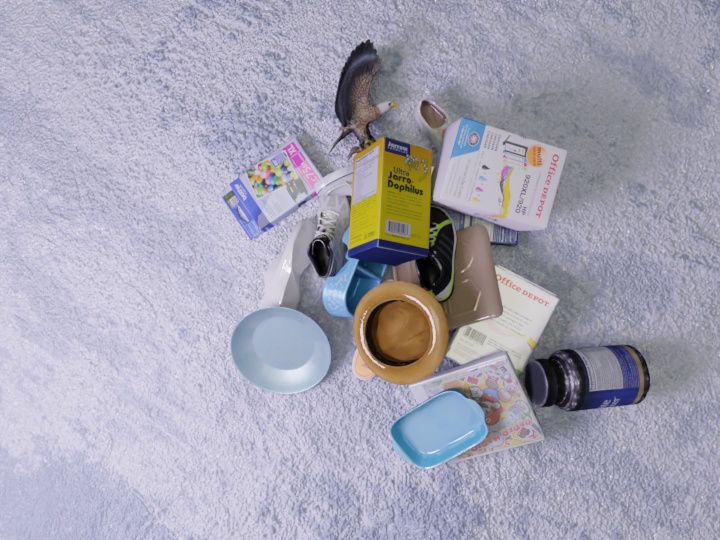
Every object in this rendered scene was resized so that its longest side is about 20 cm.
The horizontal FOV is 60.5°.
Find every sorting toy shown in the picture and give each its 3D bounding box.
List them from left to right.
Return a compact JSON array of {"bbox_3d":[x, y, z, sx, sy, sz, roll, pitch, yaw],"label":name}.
[{"bbox_3d":[0.162,0.025,1.178,0.199,0.036,0.186,-17,65,25],"label":"sorting toy"}]

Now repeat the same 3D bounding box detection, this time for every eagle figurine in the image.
[{"bbox_3d":[0.001,-0.328,1.208,0.151,0.151,0.201,-24,103,-38],"label":"eagle figurine"}]

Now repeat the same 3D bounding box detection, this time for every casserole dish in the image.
[{"bbox_3d":[0.146,0.292,1.156,0.200,0.039,0.121,-38,94,25],"label":"casserole dish"}]

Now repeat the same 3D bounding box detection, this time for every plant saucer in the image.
[{"bbox_3d":[-0.154,0.151,1.214,0.200,0.039,0.202,2,116,4],"label":"plant saucer"}]

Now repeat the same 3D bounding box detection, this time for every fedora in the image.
[{"bbox_3d":[0.083,0.109,1.125,0.200,0.082,0.202,5,99,34],"label":"fedora"}]

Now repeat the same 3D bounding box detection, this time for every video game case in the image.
[{"bbox_3d":[0.216,0.261,1.155,0.199,0.023,0.183,-23,101,23],"label":"video game case"}]

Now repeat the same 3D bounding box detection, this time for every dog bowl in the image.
[{"bbox_3d":[0.000,0.000,1.192,0.049,0.111,0.201,18,84,40],"label":"dog bowl"}]

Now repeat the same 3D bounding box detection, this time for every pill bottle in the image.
[{"bbox_3d":[0.410,0.197,1.128,0.199,0.112,0.113,-3,86,-12],"label":"pill bottle"}]

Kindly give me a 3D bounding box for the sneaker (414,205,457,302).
[{"bbox_3d":[0.137,-0.038,1.142,0.071,0.083,0.201,-15,66,25],"label":"sneaker"}]

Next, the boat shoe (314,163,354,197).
[{"bbox_3d":[0.013,-0.163,1.210,0.201,0.075,0.086,-19,82,-22],"label":"boat shoe"}]

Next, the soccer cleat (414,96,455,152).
[{"bbox_3d":[0.175,-0.255,1.212,0.069,0.078,0.200,-40,81,0],"label":"soccer cleat"}]

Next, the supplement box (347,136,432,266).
[{"bbox_3d":[0.054,-0.121,1.118,0.109,0.109,0.201,10,77,-28],"label":"supplement box"}]

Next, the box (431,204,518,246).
[{"bbox_3d":[0.213,-0.115,1.223,0.199,0.032,0.122,4,91,2],"label":"box"}]

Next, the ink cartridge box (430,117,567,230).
[{"bbox_3d":[0.241,-0.169,1.121,0.199,0.145,0.148,16,92,-6],"label":"ink cartridge box"}]

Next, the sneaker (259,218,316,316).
[{"bbox_3d":[-0.154,-0.012,1.240,0.088,0.075,0.201,10,77,36],"label":"sneaker"}]

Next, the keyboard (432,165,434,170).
[{"bbox_3d":[0.182,-0.197,1.248,0.199,0.011,0.057,-23,80,3],"label":"keyboard"}]

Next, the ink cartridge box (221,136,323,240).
[{"bbox_3d":[-0.179,-0.165,1.261,0.200,0.042,0.120,-36,84,3],"label":"ink cartridge box"}]

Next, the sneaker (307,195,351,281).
[{"bbox_3d":[-0.057,-0.078,1.206,0.075,0.115,0.202,2,86,7],"label":"sneaker"}]

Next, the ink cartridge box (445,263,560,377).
[{"bbox_3d":[0.266,0.107,1.183,0.144,0.084,0.201,28,90,6],"label":"ink cartridge box"}]

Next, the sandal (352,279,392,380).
[{"bbox_3d":[0.041,0.120,1.214,0.079,0.059,0.208,19,88,5],"label":"sandal"}]
